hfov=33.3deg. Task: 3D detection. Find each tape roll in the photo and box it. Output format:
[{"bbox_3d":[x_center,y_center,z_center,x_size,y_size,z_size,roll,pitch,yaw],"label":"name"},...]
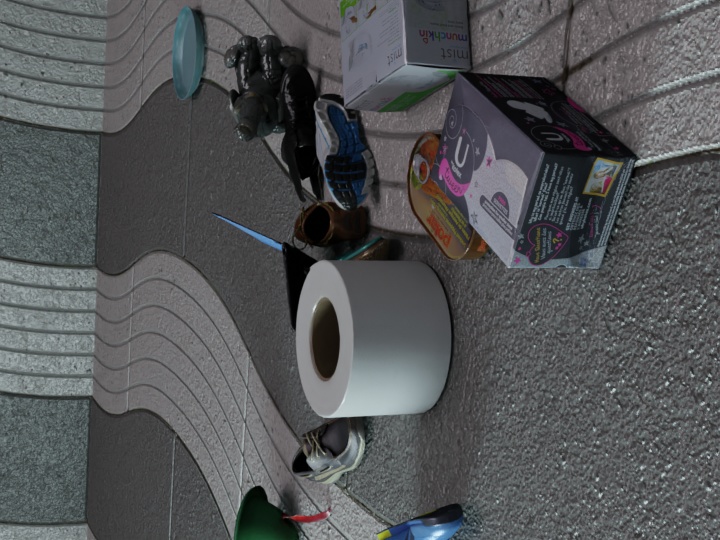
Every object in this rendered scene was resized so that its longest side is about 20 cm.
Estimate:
[{"bbox_3d":[0.014,0.087,1.562,0.202,0.138,0.205,-179,90,-67],"label":"tape roll"}]

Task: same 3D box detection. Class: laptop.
[{"bbox_3d":[-0.121,0.018,1.790,0.187,0.115,0.202,31,-131,-65],"label":"laptop"}]

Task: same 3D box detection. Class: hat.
[{"bbox_3d":[-0.104,0.445,1.987,0.200,0.174,0.167,-10,-81,-76],"label":"hat"}]

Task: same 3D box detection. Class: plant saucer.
[{"bbox_3d":[-0.372,-0.471,2.615,0.200,0.027,0.202,-179,90,-67],"label":"plant saucer"}]

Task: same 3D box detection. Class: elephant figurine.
[{"bbox_3d":[-0.169,-0.274,1.987,0.141,0.154,0.202,-15,66,46],"label":"elephant figurine"}]

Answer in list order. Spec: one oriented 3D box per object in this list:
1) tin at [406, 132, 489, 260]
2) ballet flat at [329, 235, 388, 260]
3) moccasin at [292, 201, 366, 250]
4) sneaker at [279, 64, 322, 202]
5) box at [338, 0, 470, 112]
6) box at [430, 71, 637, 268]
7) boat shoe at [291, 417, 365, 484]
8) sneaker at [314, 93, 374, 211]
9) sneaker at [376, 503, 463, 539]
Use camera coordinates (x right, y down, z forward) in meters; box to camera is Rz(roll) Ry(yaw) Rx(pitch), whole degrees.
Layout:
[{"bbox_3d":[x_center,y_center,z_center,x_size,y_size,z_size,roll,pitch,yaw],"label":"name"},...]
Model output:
[{"bbox_3d":[0.110,-0.090,1.468,0.200,0.042,0.113,-121,42,-51],"label":"tin"},{"bbox_3d":[0.000,0.000,1.712,0.066,0.070,0.200,62,158,-2],"label":"ballet flat"},{"bbox_3d":[-0.061,-0.066,1.814,0.201,0.077,0.074,-167,78,-66],"label":"moccasin"},{"bbox_3d":[-0.089,-0.218,1.913,0.104,0.060,0.202,-134,44,-60],"label":"sneaker"},{"bbox_3d":[0.050,-0.314,1.536,0.200,0.096,0.178,159,109,-65],"label":"box"},{"bbox_3d":[0.168,-0.104,1.233,0.200,0.114,0.133,-123,40,-52],"label":"box"},{"bbox_3d":[-0.050,0.269,1.789,0.200,0.073,0.075,122,141,-51],"label":"boat shoe"},{"bbox_3d":[-0.027,-0.159,1.767,0.087,0.074,0.201,104,160,-53],"label":"sneaker"},{"bbox_3d":[0.083,0.343,1.501,0.200,0.065,0.079,-45,61,59],"label":"sneaker"}]
